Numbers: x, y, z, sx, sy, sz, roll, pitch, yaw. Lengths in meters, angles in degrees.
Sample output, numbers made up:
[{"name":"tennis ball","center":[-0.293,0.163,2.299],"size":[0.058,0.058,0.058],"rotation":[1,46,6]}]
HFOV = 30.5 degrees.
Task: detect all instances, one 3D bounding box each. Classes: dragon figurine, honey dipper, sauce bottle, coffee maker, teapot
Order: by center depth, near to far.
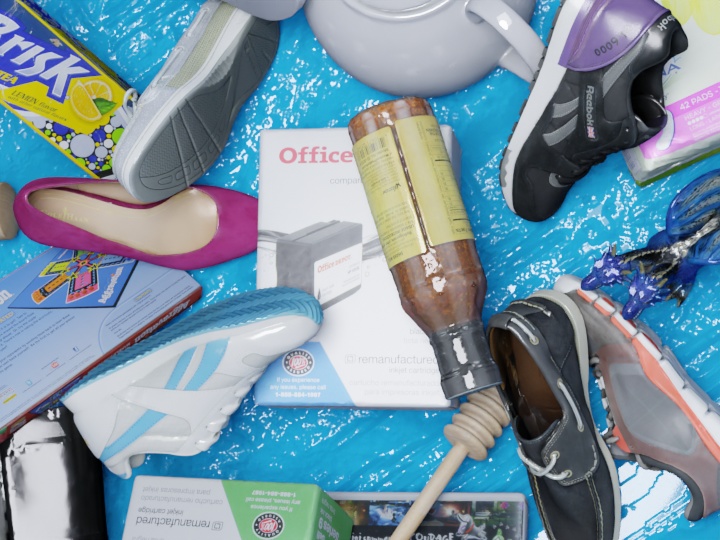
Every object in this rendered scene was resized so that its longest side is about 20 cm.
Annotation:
[{"name":"sauce bottle","center":[0.046,-0.014,0.891],"size":[0.065,0.066,0.202],"rotation":[-16,81,10]},{"name":"dragon figurine","center":[0.242,-0.030,0.915],"size":[0.199,0.099,0.059],"rotation":[-36,77,0]},{"name":"honey dipper","center":[0.042,0.165,0.932],"size":[0.038,0.038,0.200],"rotation":[34,70,14]},{"name":"teapot","center":[0.039,-0.225,0.960],"size":[0.198,0.146,0.200],"rotation":[-2,83,11]},{"name":"coffee maker","center":[-0.222,0.205,0.970],"size":[0.190,0.135,0.202],"rotation":[-13,81,9]}]

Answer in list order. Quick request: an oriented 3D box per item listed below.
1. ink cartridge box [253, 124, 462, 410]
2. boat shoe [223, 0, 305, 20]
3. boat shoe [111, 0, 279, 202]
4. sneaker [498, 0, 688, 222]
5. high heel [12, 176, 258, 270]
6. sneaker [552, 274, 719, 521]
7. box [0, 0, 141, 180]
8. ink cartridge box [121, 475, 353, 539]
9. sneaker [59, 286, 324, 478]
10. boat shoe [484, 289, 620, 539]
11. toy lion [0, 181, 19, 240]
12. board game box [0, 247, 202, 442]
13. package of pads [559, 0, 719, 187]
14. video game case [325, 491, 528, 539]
[{"name":"ink cartridge box","center":[0.000,0.000,0.970],"size":[0.143,0.084,0.202],"rotation":[0,83,9]},{"name":"boat shoe","center":[-0.099,-0.240,0.996],"size":[0.199,0.069,0.057],"rotation":[25,68,45]},{"name":"boat shoe","center":[-0.131,-0.134,0.998],"size":[0.064,0.075,0.203],"rotation":[15,58,24]},{"name":"sneaker","center":[0.159,-0.098,0.904],"size":[0.087,0.201,0.075],"rotation":[37,48,24]},{"name":"high heel","center":[-0.155,-0.038,0.981],"size":[0.198,0.096,0.068],"rotation":[-4,82,-11]},{"name":"sneaker","center":[0.192,0.092,0.928],"size":[0.082,0.077,0.200],"rotation":[-44,74,14]},{"name":"box","center":[-0.237,-0.148,0.986],"size":[0.070,0.200,0.064],"rotation":[-46,38,3]},{"name":"ink cartridge box","center":[-0.096,0.252,0.904],"size":[0.144,0.084,0.202],"rotation":[-1,63,17]},{"name":"sneaker","center":[-0.107,0.075,0.915],"size":[0.199,0.077,0.081],"rotation":[-26,100,18]},{"name":"boat shoe","center":[0.130,0.119,0.920],"size":[0.071,0.067,0.202],"rotation":[-7,100,40]},{"name":"toy lion","center":[-0.331,-0.128,1.004],"size":[0.068,0.192,0.202],"rotation":[-6,82,11]},{"name":"board game box","center":[-0.223,0.035,0.982],"size":[0.103,0.020,0.200],"rotation":[40,51,16]},{"name":"package of pads","center":[0.258,-0.172,0.946],"size":[0.198,0.068,0.156],"rotation":[-25,79,8]},{"name":"video game case","center":[0.017,0.247,0.933],"size":[0.198,0.023,0.184],"rotation":[-3,63,17]}]
